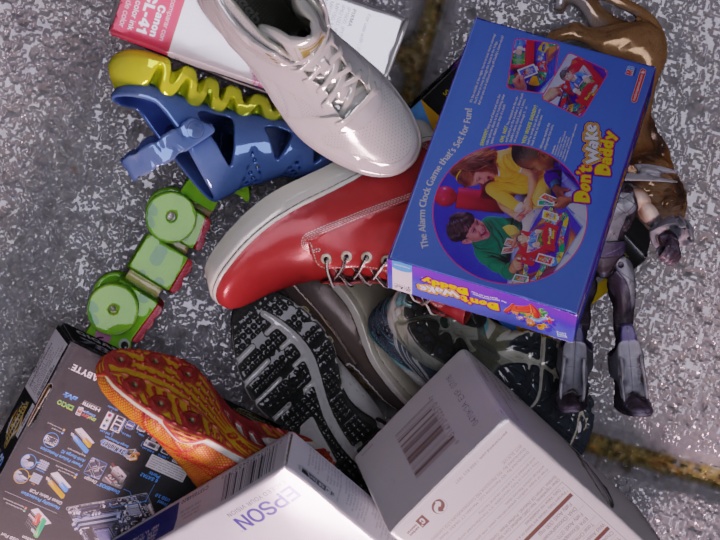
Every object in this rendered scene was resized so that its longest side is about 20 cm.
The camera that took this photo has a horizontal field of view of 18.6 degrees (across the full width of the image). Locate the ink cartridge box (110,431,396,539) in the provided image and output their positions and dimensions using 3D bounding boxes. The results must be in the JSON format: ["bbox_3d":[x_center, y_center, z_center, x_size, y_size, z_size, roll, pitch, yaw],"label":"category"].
[{"bbox_3d":[-0.051,0.224,1.586,0.199,0.041,0.200,-33,120,32],"label":"ink cartridge box"}]

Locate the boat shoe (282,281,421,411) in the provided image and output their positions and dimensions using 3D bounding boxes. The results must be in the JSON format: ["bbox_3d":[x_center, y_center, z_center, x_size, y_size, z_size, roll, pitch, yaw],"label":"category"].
[{"bbox_3d":[-0.012,0.028,1.661,0.059,0.072,0.201,-21,112,38],"label":"boat shoe"}]

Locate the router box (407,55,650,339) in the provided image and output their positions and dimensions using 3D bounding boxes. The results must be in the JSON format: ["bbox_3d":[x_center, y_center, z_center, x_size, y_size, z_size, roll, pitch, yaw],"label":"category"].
[{"bbox_3d":[0.096,-0.044,1.640,0.200,0.051,0.149,45,116,-7],"label":"router box"}]

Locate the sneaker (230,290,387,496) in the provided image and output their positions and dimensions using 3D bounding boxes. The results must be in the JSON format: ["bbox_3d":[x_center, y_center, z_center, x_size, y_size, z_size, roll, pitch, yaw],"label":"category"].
[{"bbox_3d":[-0.036,0.093,1.640,0.073,0.080,0.201,-35,111,-1],"label":"sneaker"}]

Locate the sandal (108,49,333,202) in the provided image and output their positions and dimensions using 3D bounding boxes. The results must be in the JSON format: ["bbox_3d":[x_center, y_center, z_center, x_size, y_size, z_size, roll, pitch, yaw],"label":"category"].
[{"bbox_3d":[-0.096,-0.088,1.588,0.198,0.079,0.088,17,80,-14],"label":"sandal"}]

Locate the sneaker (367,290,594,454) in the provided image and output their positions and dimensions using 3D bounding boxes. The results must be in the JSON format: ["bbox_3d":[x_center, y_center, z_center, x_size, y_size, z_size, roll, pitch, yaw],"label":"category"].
[{"bbox_3d":[0.090,0.074,1.635,0.200,0.086,0.078,39,63,-21],"label":"sneaker"}]

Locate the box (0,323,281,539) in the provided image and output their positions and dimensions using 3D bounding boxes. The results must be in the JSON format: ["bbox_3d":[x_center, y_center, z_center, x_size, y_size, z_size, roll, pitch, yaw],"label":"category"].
[{"bbox_3d":[-0.180,0.169,1.627,0.199,0.050,0.200,26,98,-25],"label":"box"}]

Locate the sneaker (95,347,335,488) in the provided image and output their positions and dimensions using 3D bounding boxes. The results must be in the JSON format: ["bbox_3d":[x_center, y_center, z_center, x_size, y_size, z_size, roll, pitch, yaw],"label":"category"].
[{"bbox_3d":[-0.111,0.128,1.577,0.199,0.073,0.077,36,125,-13],"label":"sneaker"}]

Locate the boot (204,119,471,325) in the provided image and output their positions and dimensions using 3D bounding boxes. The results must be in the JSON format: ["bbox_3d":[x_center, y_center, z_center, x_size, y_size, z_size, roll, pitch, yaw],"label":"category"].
[{"bbox_3d":[0.000,0.000,1.545,0.199,0.073,0.145,-31,65,-4],"label":"boot"}]

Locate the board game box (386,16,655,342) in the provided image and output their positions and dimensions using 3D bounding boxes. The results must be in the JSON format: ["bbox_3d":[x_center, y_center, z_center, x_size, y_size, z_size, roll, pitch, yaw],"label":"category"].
[{"bbox_3d":[0.112,-0.065,1.511,0.133,0.045,0.201,17,65,9],"label":"board game box"}]

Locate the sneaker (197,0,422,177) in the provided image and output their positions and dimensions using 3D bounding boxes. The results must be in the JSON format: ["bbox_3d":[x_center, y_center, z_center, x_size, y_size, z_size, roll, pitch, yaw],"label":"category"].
[{"bbox_3d":[-0.032,-0.135,1.473,0.200,0.116,0.074,43,88,-9],"label":"sneaker"}]

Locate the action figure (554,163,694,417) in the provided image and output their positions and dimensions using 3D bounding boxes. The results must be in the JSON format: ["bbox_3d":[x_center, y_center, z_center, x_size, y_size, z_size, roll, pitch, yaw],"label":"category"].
[{"bbox_3d":[0.173,0.000,1.569,0.129,0.069,0.202,-1,97,11],"label":"action figure"}]

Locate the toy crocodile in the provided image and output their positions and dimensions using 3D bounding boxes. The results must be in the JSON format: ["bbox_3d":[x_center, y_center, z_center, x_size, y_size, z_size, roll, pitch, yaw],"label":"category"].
[{"bbox_3d":[-0.154,-0.001,1.642,0.061,0.068,0.201,33,91,-7],"label":"toy crocodile"}]

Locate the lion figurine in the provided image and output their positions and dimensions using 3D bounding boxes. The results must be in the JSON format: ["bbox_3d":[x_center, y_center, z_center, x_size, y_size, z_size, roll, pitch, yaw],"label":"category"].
[{"bbox_3d":[0.195,-0.128,1.659,0.121,0.072,0.202,8,101,8],"label":"lion figurine"}]

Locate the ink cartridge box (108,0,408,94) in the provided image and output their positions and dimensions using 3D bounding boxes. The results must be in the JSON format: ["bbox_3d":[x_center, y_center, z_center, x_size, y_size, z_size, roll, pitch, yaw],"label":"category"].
[{"bbox_3d":[-0.077,-0.176,1.596,0.198,0.148,0.086,21,92,-5],"label":"ink cartridge box"}]

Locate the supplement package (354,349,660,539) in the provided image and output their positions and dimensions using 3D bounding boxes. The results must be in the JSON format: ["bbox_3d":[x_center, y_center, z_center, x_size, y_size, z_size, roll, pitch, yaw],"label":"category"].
[{"bbox_3d":[0.112,0.175,1.555,0.117,0.117,0.200,-45,116,6],"label":"supplement package"}]
